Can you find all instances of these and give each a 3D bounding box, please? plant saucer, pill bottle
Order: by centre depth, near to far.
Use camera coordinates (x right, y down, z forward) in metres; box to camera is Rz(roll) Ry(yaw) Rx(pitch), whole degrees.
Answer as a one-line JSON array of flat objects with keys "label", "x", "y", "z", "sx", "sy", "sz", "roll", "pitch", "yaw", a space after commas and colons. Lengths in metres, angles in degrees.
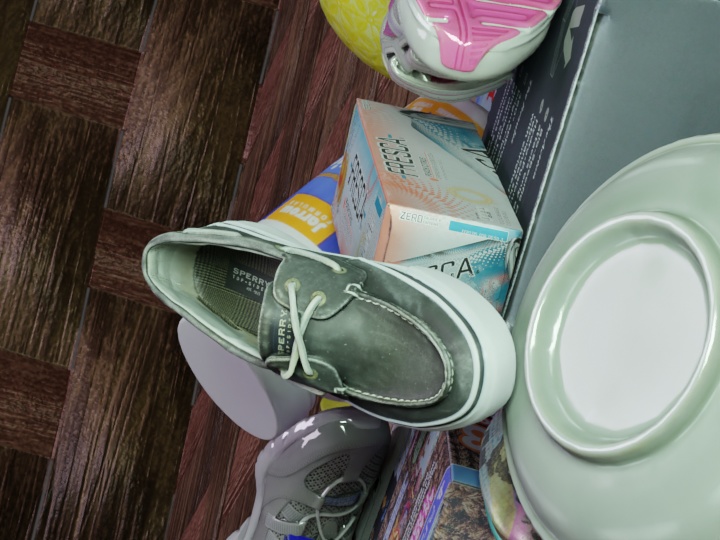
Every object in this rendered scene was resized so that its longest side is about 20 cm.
[{"label": "plant saucer", "x": 0.123, "y": 0.032, "z": 1.182, "sx": 0.199, "sy": 0.050, "sz": 0.202, "roll": -21, "pitch": 59, "yaw": 39}, {"label": "pill bottle", "x": 0.000, "y": 0.000, "z": 1.535, "sx": 0.200, "sy": 0.112, "sz": 0.112, "roll": -38, "pitch": -7, "yaw": -23}]

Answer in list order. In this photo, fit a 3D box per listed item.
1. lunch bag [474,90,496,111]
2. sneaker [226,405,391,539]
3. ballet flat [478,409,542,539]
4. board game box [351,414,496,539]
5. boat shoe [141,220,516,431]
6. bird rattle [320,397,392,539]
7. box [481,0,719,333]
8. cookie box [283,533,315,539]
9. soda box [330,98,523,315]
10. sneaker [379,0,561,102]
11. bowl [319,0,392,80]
[{"label": "lunch bag", "x": 0.106, "y": -0.061, "z": 1.699, "sx": 0.200, "sy": 0.082, "sz": 0.162, "roll": -87, "pitch": 12, "yaw": -59}, {"label": "sneaker", "x": -0.024, "y": 0.155, "z": 1.611, "sx": 0.082, "sy": 0.074, "sz": 0.201, "roll": 61, "pitch": 142, "yaw": 34}, {"label": "ballet flat", "x": 0.107, "y": 0.072, "z": 1.427, "sx": 0.071, "sy": 0.069, "sz": 0.200, "roll": -62, "pitch": -1, "yaw": 27}, {"label": "board game box", "x": 0.064, "y": 0.145, "z": 1.535, "sx": 0.200, "sy": 0.096, "sz": 0.160, "roll": -93, "pitch": 20, "yaw": -65}, {"label": "boat shoe", "x": -0.021, "y": 0.027, "z": 1.258, "sx": 0.199, "sy": 0.071, "sz": 0.073, "roll": 17, "pitch": 106, "yaw": 42}, {"label": "bird rattle", "x": 0.027, "y": 0.114, "z": 1.704, "sx": 0.164, "sy": 0.112, "sz": 0.200, "roll": -62, "pitch": 3, "yaw": -17}, {"label": "box", "x": 0.131, "y": -0.057, "z": 1.388, "sx": 0.200, "sy": 0.117, "sz": 0.198, "roll": -102, "pitch": 28, "yaw": -74}, {"label": "cookie box", "x": 0.017, "y": 0.255, "z": 1.407, "sx": 0.075, "sy": 0.170, "sz": 0.201, "roll": -111, "pitch": 36, "yaw": -81}, {"label": "soda box", "x": 0.029, "y": -0.025, "z": 1.378, "sx": 0.200, "sy": 0.068, "sz": 0.064, "roll": -104, "pitch": 27, "yaw": -71}, {"label": "sneaker", "x": 0.052, "y": -0.120, "z": 1.390, "sx": 0.200, "sy": 0.081, "sz": 0.089, "roll": -75, "pitch": 1, "yaw": -71}, {"label": "bowl", "x": 0.080, "y": -0.183, "z": 1.805, "sx": 0.108, "sy": 0.199, "sz": 0.201, "roll": 61, "pitch": 139, "yaw": 47}]
